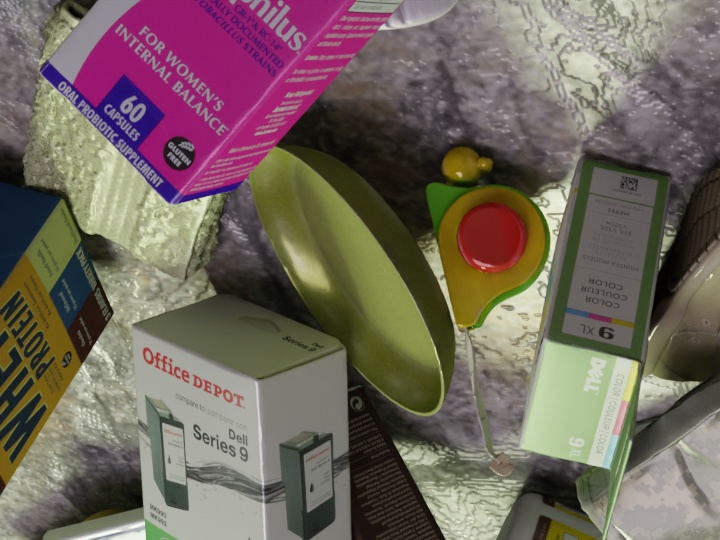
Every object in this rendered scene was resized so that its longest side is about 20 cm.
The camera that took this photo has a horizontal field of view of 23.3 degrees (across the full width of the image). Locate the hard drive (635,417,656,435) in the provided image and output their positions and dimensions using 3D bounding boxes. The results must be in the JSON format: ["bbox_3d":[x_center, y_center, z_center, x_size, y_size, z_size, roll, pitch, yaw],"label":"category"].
[{"bbox_3d":[0.284,0.165,1.199,0.132,0.026,0.200,-23,121,42],"label":"hard drive"}]

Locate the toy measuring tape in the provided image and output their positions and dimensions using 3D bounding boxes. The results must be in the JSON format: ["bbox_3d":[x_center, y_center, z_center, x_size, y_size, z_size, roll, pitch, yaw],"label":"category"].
[{"bbox_3d":[0.089,0.020,1.052,0.073,0.073,0.201,-18,81,40],"label":"toy measuring tape"}]

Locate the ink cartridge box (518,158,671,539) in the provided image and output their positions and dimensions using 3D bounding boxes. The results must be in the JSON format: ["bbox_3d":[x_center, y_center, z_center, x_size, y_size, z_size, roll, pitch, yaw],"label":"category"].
[{"bbox_3d":[0.132,0.043,1.004,0.059,0.200,0.104,12,139,5],"label":"ink cartridge box"}]

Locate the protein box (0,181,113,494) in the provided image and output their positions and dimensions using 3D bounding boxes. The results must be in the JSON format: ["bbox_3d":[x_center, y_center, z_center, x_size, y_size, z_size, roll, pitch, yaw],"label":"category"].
[{"bbox_3d":[-0.316,0.042,1.207,0.198,0.200,0.135,15,147,22],"label":"protein box"}]

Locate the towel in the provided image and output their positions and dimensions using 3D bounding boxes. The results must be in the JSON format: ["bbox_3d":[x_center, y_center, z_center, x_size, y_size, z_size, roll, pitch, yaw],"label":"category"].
[{"bbox_3d":[-0.151,-0.081,1.144,0.148,0.037,0.200,25,140,1],"label":"towel"}]

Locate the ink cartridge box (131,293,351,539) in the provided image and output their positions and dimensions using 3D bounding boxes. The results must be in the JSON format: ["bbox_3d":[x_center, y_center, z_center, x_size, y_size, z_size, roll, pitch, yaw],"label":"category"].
[{"bbox_3d":[-0.083,0.134,1.215,0.146,0.084,0.201,18,118,44],"label":"ink cartridge box"}]

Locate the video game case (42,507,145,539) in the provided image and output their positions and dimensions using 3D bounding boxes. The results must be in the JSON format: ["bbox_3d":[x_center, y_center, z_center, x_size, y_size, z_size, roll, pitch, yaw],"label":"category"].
[{"bbox_3d":[-0.141,0.270,1.465,0.200,0.023,0.182,-16,119,18],"label":"video game case"}]

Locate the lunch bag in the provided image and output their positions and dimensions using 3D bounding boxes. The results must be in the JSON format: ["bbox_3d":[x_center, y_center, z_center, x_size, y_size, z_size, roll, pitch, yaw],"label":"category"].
[{"bbox_3d":[0.248,0.122,1.051,0.200,0.118,0.164,32,124,-32],"label":"lunch bag"}]

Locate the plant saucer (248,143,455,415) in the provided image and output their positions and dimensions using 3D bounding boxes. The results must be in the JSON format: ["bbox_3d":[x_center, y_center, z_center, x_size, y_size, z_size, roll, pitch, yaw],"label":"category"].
[{"bbox_3d":[0.000,0.000,1.096,0.200,0.031,0.200,49,161,22],"label":"plant saucer"}]

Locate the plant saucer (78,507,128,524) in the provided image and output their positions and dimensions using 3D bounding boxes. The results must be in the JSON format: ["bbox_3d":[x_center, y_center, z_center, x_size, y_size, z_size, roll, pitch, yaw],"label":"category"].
[{"bbox_3d":[-0.200,0.289,1.564,0.200,0.049,0.200,38,138,-16],"label":"plant saucer"}]

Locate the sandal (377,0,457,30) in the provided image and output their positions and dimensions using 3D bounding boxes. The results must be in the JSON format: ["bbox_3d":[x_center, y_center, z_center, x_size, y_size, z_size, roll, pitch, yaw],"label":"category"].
[{"bbox_3d":[-0.040,-0.170,0.969,0.206,0.059,0.079,-2,98,16],"label":"sandal"}]

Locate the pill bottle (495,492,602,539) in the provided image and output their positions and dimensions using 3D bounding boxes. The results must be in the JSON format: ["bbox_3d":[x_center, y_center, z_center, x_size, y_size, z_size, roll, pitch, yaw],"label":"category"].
[{"bbox_3d":[0.189,0.248,1.272,0.200,0.109,0.109,23,140,3],"label":"pill bottle"}]

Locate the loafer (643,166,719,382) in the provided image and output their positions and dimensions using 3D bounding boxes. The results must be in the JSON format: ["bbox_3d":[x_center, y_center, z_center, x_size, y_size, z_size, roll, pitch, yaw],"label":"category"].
[{"bbox_3d":[0.214,0.006,1.029,0.068,0.076,0.200,16,152,0],"label":"loafer"}]

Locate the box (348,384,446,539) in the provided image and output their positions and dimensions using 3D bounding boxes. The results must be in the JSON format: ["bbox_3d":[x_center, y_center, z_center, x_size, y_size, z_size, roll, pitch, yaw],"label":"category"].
[{"bbox_3d":[0.000,0.197,1.267,0.200,0.075,0.100,60,139,11],"label":"box"}]

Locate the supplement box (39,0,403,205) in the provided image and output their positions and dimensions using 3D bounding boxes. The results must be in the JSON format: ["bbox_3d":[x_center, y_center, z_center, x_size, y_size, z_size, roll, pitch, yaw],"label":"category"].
[{"bbox_3d":[-0.052,-0.141,0.893,0.101,0.103,0.200,44,105,6],"label":"supplement box"}]
